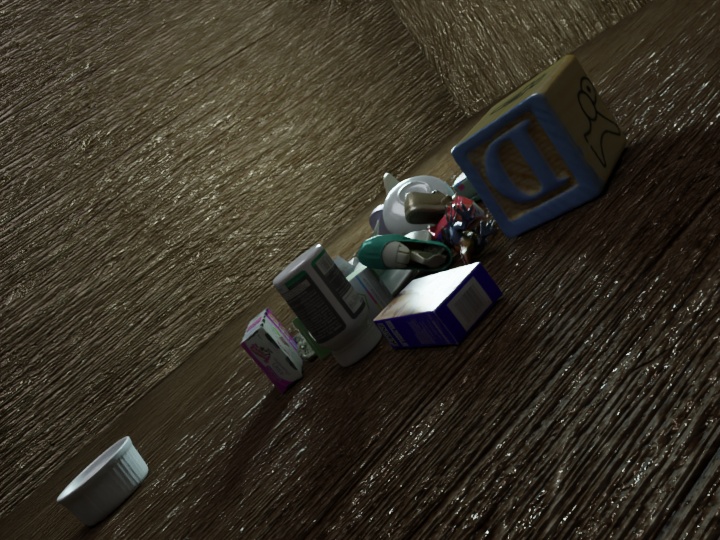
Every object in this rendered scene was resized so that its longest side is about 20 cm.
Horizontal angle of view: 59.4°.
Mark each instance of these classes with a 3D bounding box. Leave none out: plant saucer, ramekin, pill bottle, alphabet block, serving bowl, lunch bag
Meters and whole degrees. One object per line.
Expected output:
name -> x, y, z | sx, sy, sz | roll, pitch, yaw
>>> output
plant saucer -> 0.072, -0.015, 1.342 | 0.201, 0.050, 0.200 | -52, 9, 12
ramekin -> -0.598, 0.499, 1.484 | 0.199, 0.098, 0.201 | -37, 8, 6
pill bottle -> -0.056, 0.065, 1.128 | 0.112, 0.201, 0.113 | -36, 9, 6
alphabet block -> 0.307, -0.211, 1.078 | 0.195, 0.197, 0.200 | -26, 14, 45
serving bowl -> 0.145, -0.174, 1.606 | 0.196, 0.066, 0.203 | -11, 48, 13
lunch bag -> 0.326, -0.253, 1.584 | 0.160, 0.077, 0.200 | -30, 12, 50

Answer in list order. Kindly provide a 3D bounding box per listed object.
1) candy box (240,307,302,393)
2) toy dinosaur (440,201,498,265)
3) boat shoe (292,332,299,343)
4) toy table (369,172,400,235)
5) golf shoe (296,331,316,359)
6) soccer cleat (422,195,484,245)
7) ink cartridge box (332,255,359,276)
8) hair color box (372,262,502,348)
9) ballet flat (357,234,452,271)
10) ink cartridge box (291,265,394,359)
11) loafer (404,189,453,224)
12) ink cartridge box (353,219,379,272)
candy box -> -0.186, 0.167, 1.356 | 0.061, 0.137, 0.200 | -38, 8, 0
toy dinosaur -> 0.181, -0.056, 1.170 | 0.202, 0.104, 0.182 | -60, -5, -26
boat shoe -> -0.099, 0.114, 1.510 | 0.199, 0.062, 0.075 | -38, 11, 7
toy table -> 0.113, -0.171, 1.767 | 0.199, 0.184, 0.118 | -1, 52, 57
golf shoe -> -0.072, 0.119, 1.400 | 0.077, 0.098, 0.202 | 11, 61, 29
soccer cleat -> 0.187, -0.079, 1.361 | 0.201, 0.075, 0.067 | -54, 17, 43
ink cartridge box -> -0.075, 0.023, 1.534 | 0.159, 0.048, 0.199 | -36, -29, 13
hair color box -> 0.110, 0.057, 0.952 | 0.109, 0.065, 0.199 | -43, 8, -24
ballet flat -> 0.093, -0.031, 1.198 | 0.196, 0.069, 0.070 | 1, 11, -25
ink cartridge box -> -0.033, 0.087, 1.240 | 0.199, 0.104, 0.059 | -37, 9, 7
loafer -> 0.175, -0.143, 1.405 | 0.197, 0.069, 0.076 | 1, -29, -39
ink cartridge box -> 0.000, 0.000, 1.348 | 0.160, 0.046, 0.204 | -67, -14, -73
